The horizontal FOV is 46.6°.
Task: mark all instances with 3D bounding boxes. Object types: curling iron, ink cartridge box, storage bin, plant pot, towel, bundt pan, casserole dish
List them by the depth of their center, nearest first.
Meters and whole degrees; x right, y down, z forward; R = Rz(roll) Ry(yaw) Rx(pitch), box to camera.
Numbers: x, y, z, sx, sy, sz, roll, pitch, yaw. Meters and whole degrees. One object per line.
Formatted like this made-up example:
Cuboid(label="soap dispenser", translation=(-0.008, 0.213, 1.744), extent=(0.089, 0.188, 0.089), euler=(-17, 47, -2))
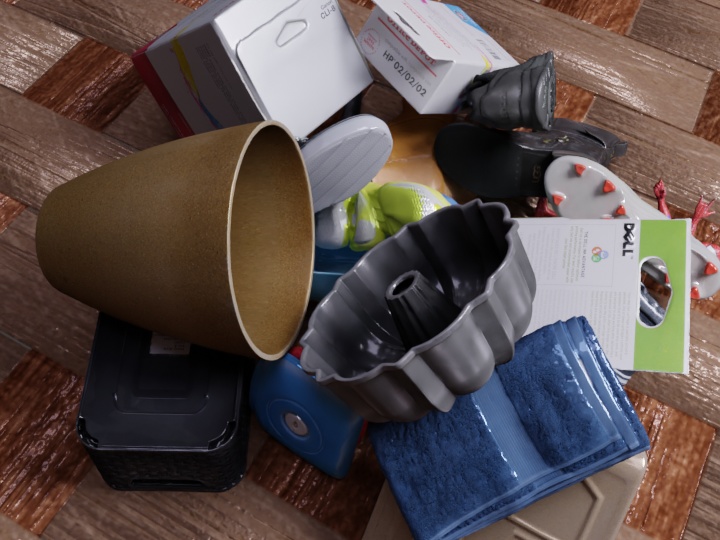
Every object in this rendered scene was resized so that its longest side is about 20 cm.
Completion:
Cuboid(label="towel", translation=(0.105, 0.124, 0.636), extent=(0.198, 0.048, 0.113), euler=(-30, 80, 17))
Cuboid(label="bundt pan", translation=(0.052, 0.038, 0.651), extent=(0.200, 0.076, 0.203), euler=(-32, 22, 15))
Cuboid(label="plant pot", translation=(-0.158, -0.027, 0.693), extent=(0.196, 0.188, 0.189), euler=(2, 54, 16))
Cuboid(label="ink cartridge box", translation=(0.181, 0.035, 0.726), extent=(0.196, 0.076, 0.150), euler=(1, 59, 22))
Cuboid(label="storage bin", translation=(-0.167, 0.087, 0.763), extent=(0.132, 0.094, 0.203), euler=(1, 56, -1))
Cuboid(label="casserole dish", translation=(0.000, 0.000, 0.822), extent=(0.196, 0.040, 0.121), euler=(3, 20, 18))
Cuboid(label="ink cartridge box", translation=(0.074, -0.227, 0.883), extent=(0.115, 0.068, 0.199), euler=(49, 32, 20))
Cuboid(label="ink cartridge box", translation=(-0.116, -0.216, 0.887), extent=(0.145, 0.146, 0.198), euler=(-43, 26, -27))
Cuboid(label="curling iron", translation=(-0.012, -0.172, 0.976), extent=(0.025, 0.050, 0.203), euler=(16, 52, -4))

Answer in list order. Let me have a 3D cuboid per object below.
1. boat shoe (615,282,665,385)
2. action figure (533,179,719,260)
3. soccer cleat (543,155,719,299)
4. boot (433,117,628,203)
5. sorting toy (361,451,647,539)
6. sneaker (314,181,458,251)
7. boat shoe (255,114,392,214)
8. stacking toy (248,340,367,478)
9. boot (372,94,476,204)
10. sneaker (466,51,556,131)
Cuboid(label="boat shoe", translation=(0.211, 0.013, 0.819), extent=(0.091, 0.071, 0.201), euler=(-48, 69, 17))
Cuboid(label="action figure", translation=(0.288, -0.063, 0.876), extent=(0.197, 0.100, 0.065), euler=(19, 30, 8))
Cuboid(label="soccer cleat", translation=(0.263, -0.041, 0.816), extent=(0.199, 0.070, 0.078), euler=(37, 20, 5))
Cuboid(label="boot", translation=(0.191, -0.133, 0.924), extent=(0.197, 0.070, 0.174), euler=(17, 28, 13))
Cuboid(label="sorting toy", translation=(0.109, 0.194, 0.679), extent=(0.183, 0.036, 0.203), euler=(25, 98, 17))
Cuboid(label="sneaker", translation=(0.021, -0.050, 0.827), extent=(0.198, 0.104, 0.077), euler=(14, 94, 44))
Cuboid(label="boat shoe", translation=(-0.057, -0.092, 0.786), extent=(0.198, 0.072, 0.072), euler=(-33, 48, 25))
Cuboid(label="stacking toy", translation=(-0.005, 0.078, 0.781), extent=(0.109, 0.117, 0.200), euler=(31, 48, 15))
Cuboid(label="boot", translation=(0.040, -0.152, 0.929), extent=(0.142, 0.071, 0.204), euler=(-3, 61, -28))
Cuboid(label="sneaker", translation=(0.157, -0.184, 0.861), extent=(0.089, 0.078, 0.200), euler=(-1, 12, 16))
